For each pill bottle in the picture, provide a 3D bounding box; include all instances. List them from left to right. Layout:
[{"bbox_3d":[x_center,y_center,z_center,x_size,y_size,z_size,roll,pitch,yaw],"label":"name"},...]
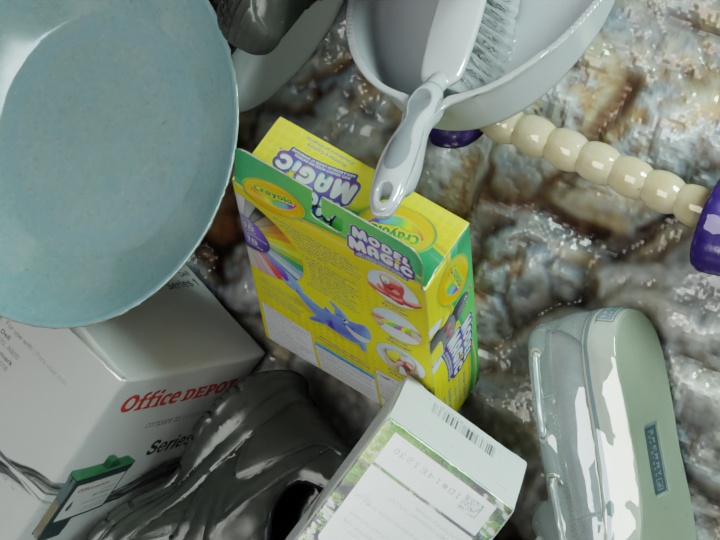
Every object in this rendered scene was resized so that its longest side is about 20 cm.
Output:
[{"bbox_3d":[-0.110,-0.181,1.454,0.200,0.106,0.107,39,112,14],"label":"pill bottle"}]

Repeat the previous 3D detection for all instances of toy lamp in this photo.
[{"bbox_3d":[0.131,-0.048,1.394,0.199,0.058,0.059,26,109,22],"label":"toy lamp"}]

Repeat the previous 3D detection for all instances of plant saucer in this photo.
[{"bbox_3d":[-0.139,-0.070,1.403,0.200,0.039,0.203,-3,84,27],"label":"plant saucer"}]

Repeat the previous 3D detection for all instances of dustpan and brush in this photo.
[{"bbox_3d":[0.043,-0.096,1.358,0.139,0.057,0.201,3,59,24],"label":"dustpan and brush"}]

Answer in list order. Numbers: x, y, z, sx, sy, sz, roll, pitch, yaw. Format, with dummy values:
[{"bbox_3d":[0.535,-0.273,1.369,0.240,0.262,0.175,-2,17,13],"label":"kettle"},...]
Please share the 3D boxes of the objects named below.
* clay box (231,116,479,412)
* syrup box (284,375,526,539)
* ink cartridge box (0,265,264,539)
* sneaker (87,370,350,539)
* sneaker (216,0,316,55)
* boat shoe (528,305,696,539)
[{"bbox_3d":[0.000,0.000,1.394,0.115,0.200,0.048,30,67,17],"label":"clay box"},{"bbox_3d":[-0.007,0.161,1.390,0.079,0.081,0.200,36,105,-1],"label":"syrup box"},{"bbox_3d":[-0.162,0.096,1.500,0.084,0.146,0.200,44,114,19],"label":"ink cartridge box"},{"bbox_3d":[-0.082,0.149,1.478,0.200,0.076,0.091,-49,62,10],"label":"sneaker"},{"bbox_3d":[-0.006,-0.176,1.368,0.090,0.201,0.076,27,143,-2],"label":"sneaker"},{"bbox_3d":[0.124,0.120,1.424,0.071,0.070,0.202,-6,92,36],"label":"boat shoe"}]
